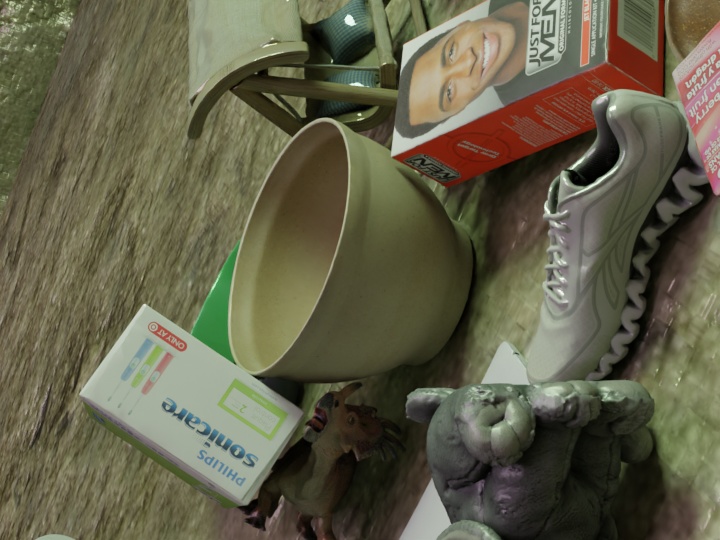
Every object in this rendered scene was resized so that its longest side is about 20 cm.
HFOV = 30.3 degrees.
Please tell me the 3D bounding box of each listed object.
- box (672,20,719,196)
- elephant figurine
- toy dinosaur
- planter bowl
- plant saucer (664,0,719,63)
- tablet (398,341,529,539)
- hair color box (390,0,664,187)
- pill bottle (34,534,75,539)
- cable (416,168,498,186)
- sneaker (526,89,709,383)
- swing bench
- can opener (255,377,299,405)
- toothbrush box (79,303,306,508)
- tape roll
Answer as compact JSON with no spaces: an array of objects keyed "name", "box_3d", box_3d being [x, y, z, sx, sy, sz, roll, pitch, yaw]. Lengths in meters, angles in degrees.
[{"name":"box","box_3d":[0.250,-0.111,0.603,0.200,0.100,0.096,-50,32,39]},{"name":"elephant figurine","box_3d":[0.097,0.162,0.725,0.155,0.141,0.200,67,-158,-84]},{"name":"toy dinosaur","box_3d":[-0.027,0.150,1.047,0.136,0.086,0.200,-63,8,-4]},{"name":"planter bowl","box_3d":[0.000,0.000,1.017,0.200,0.135,0.200,-44,36,45]},{"name":"plant saucer","box_3d":[0.245,-0.193,0.731,0.200,0.037,0.201,-54,23,36]},{"name":"tablet","box_3d":[0.076,0.159,0.894,0.200,0.014,0.130,-64,25,17]},{"name":"hair color box","box_3d":[0.112,-0.138,0.919,0.200,0.061,0.102,-21,54,46]},{"name":"pill bottle","box_3d":[-0.399,0.411,1.611,0.200,0.114,0.114,-51,31,38]},{"name":"cable","box_3d":[0.096,-0.155,1.021,0.097,0.050,0.200,33,105,65]},{"name":"sneaker","box_3d":[0.139,-0.016,0.800,0.200,0.081,0.075,-68,26,13]},{"name":"swing bench","box_3d":[-0.046,-0.193,1.169,0.130,0.200,0.199,-53,30,35]},{"name":"can opener","box_3d":[-0.053,0.056,1.218,0.067,0.053,0.200,37,110,31]},{"name":"toothbrush box","box_3d":[-0.135,0.114,1.047,0.086,0.146,0.200,-56,1,-13]},{"name":"tape roll","box_3d":[-0.123,0.061,1.245,0.200,0.048,0.201,25,-90,-88]}]
